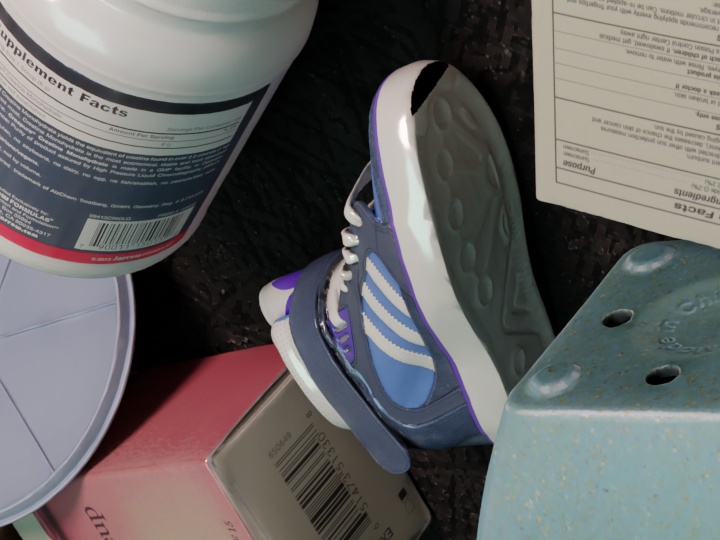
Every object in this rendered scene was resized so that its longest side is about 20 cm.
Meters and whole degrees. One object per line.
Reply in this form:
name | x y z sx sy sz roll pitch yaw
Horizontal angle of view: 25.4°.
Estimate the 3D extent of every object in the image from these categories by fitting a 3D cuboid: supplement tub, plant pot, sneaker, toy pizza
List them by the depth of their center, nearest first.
plant pot | 0.153 0.098 0.591 0.195 0.196 0.201 -3 120 41
supplement tub | -0.101 -0.101 0.677 0.140 0.140 0.200 41 139 4
sneaker | 0.000 0.000 0.722 0.146 0.081 0.201 2 130 33
toy pizza | -0.201 0.044 0.879 0.199 0.201 0.032 14 173 31

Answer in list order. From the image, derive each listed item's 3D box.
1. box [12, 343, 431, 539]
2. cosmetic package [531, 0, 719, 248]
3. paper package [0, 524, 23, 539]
box | -0.084 0.127 0.876 0.199 0.109 0.128 -14 114 44
cosmetic package | 0.116 -0.112 0.541 0.103 0.073 0.201 17 133 27
paper package | -0.282 0.154 0.980 0.199 0.191 0.104 8 131 18
